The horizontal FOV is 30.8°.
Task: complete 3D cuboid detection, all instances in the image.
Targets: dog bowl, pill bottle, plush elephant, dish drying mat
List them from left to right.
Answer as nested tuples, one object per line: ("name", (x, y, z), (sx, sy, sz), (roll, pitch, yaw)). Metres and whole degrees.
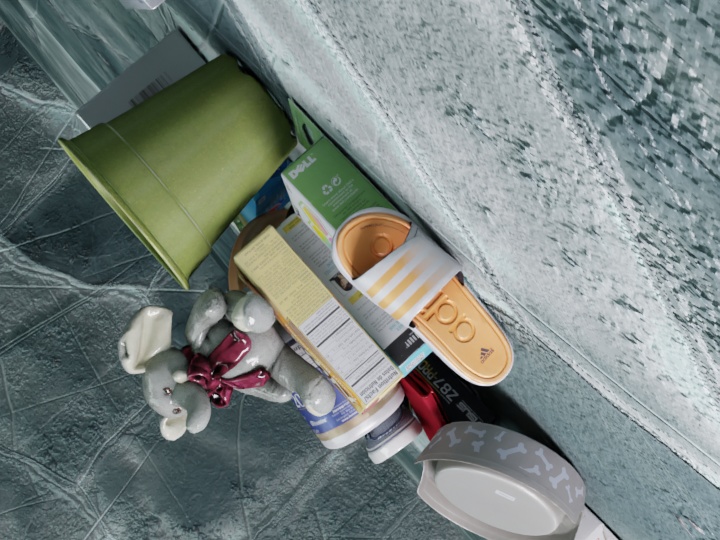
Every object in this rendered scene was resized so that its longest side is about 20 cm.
("plush elephant", (-0.157, 0.101, 1.339), (0.200, 0.155, 0.165), (29, 159, 48))
("pill bottle", (-0.048, 0.088, 1.448), (0.200, 0.111, 0.111), (56, 171, -7))
("dish drying mat", (0.085, 0.173, 1.494), (0.077, 0.018, 0.200), (42, 166, 40))
("dog bowl", (0.154, 0.235, 1.423), (0.199, 0.059, 0.200), (20, 152, 11))

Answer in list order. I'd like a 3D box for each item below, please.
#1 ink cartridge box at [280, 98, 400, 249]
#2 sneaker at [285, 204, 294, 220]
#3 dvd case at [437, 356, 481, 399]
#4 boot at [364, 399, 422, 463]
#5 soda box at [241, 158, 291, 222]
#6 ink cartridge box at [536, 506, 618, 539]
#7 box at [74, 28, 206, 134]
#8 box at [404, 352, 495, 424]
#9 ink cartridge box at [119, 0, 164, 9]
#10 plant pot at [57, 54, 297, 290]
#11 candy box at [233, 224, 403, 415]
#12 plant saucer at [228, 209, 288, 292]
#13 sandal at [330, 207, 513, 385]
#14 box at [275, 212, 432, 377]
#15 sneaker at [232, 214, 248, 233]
("ink cartridge box", (-0.019, -0.060, 1.243), (0.200, 0.059, 0.104), (47, 172, 16))
("sneaker", (0.000, 0.000, 1.432), (0.200, 0.075, 0.078), (54, -176, 10))
("dvd case", (0.059, 0.064, 1.552), (0.200, 0.016, 0.149), (55, 170, -35))
("boot", (0.018, 0.166, 1.551), (0.091, 0.073, 0.200), (55, 178, -2))
("soda box", (-0.124, -0.107, 1.568), (0.068, 0.064, 0.200), (48, 171, 3))
("ink cartridge box", (0.230, 0.300, 1.540), (0.200, 0.068, 0.115), (44, 170, 33))
("box", (-0.244, -0.182, 1.547), (0.106, 0.152, 0.200), (49, 173, -6))
("box", (0.090, 0.155, 1.580), (0.161, 0.049, 0.200), (48, 170, 15))
("ink cartridge box", (-0.281, -0.356, 1.339), (0.200, 0.041, 0.200), (52, 171, -21))
("plant pot", (-0.171, -0.115, 1.337), (0.200, 0.190, 0.200), (48, 171, 10))
("candy box", (-0.044, 0.054, 1.327), (0.200, 0.055, 0.115), (48, 172, 5))
("plant saucer", (-0.073, 0.024, 1.555), (0.032, 0.201, 0.201), (-17, 121, 39))
("sandal", (0.067, 0.022, 1.141), (0.207, 0.079, 0.059), (42, 172, -12))
("box", (0.006, 0.009, 1.350), (0.200, 0.082, 0.049), (47, 173, 17))
("sneaker", (-0.149, -0.084, 1.804), (0.200, 0.077, 0.089), (40, 160, 36))
